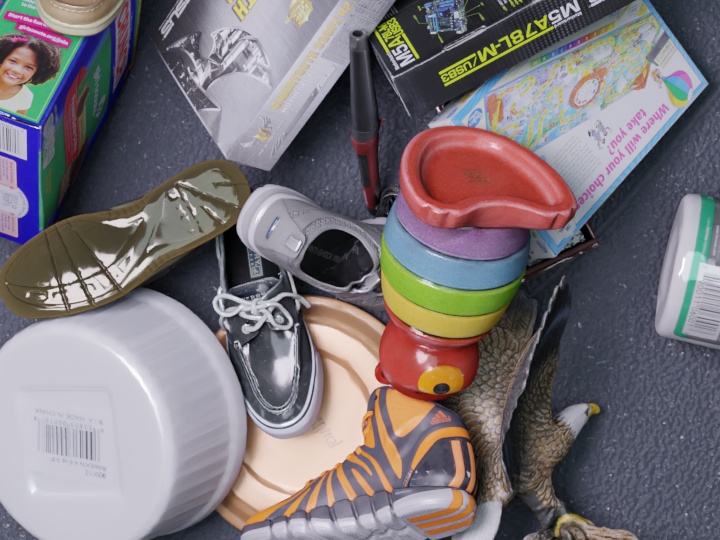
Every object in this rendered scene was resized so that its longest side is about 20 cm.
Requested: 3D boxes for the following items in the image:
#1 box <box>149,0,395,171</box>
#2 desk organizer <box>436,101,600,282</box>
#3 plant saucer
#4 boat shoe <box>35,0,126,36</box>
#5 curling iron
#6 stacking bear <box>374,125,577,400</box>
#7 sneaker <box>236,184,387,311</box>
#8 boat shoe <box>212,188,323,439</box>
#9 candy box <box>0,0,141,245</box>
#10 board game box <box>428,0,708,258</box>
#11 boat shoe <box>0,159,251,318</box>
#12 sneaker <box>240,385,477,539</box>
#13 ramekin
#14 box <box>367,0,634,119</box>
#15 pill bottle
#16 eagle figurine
[{"bbox_3d":[-0.063,-0.201,1.329,0.200,0.048,0.159,-51,49,23],"label":"box"},{"bbox_3d":[0.112,-0.096,1.367,0.071,0.077,0.201,-26,86,3],"label":"desk organizer"},{"bbox_3d":[-0.045,0.119,1.395,0.199,0.032,0.202,0,89,4],"label":"plant saucer"},{"bbox_3d":[-0.188,-0.257,1.248,0.074,0.066,0.201,8,57,-3],"label":"boat shoe"},{"bbox_3d":[0.014,-0.104,1.337,0.049,0.201,0.026,4,46,18],"label":"curling iron"},{"bbox_3d":[0.063,0.009,1.264,0.121,0.114,0.201,0,126,-18],"label":"stacking bear"},{"bbox_3d":[0.000,0.000,1.330,0.199,0.082,0.075,15,107,-37],"label":"sneaker"},{"bbox_3d":[-0.075,0.028,1.353,0.073,0.068,0.200,-9,70,9],"label":"boat shoe"},{"bbox_3d":[-0.230,-0.145,1.313,0.077,0.169,0.201,19,59,1],"label":"candy box"},{"bbox_3d":[0.160,-0.126,1.327,0.200,0.034,0.135,-46,108,-21],"label":"board game box"},{"bbox_3d":[-0.173,-0.017,1.324,0.200,0.066,0.072,-28,82,-4],"label":"boat shoe"},{"bbox_3d":[0.000,0.157,1.343,0.199,0.078,0.113,-16,55,23],"label":"sneaker"},{"bbox_3d":[-0.195,0.118,1.338,0.199,0.098,0.202,5,102,23],"label":"ramekin"},{"bbox_3d":[0.088,-0.217,1.323,0.193,0.200,0.048,-30,126,3],"label":"box"},{"bbox_3d":[0.330,0.015,1.329,0.199,0.113,0.114,12,89,4],"label":"pill bottle"},{"bbox_3d":[0.124,0.114,1.336,0.151,0.151,0.201,-18,99,25],"label":"eagle figurine"}]
